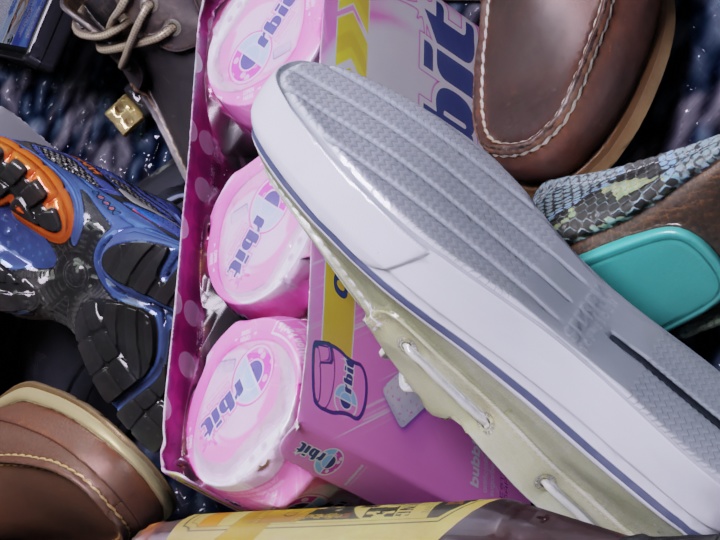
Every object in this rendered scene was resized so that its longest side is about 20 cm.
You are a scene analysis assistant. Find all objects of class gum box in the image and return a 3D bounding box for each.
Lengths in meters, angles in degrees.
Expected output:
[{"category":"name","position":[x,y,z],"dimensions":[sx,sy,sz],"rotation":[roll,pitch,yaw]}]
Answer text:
[{"category":"gum box","position":[0.000,0.000,0.770],"dimensions":[0.066,0.113,0.201],"rotation":[-22,53,37]}]

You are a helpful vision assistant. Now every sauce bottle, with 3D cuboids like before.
[{"category":"sauce bottle","position":[0.026,0.100,0.666],"dimensions":[0.198,0.066,0.066],"rotation":[-4,62,21]}]

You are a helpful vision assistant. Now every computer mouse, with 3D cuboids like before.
[{"category":"computer mouse","position":[-0.095,-0.025,0.939],"dimensions":[0.200,0.046,0.141],"rotation":[-50,42,13]}]

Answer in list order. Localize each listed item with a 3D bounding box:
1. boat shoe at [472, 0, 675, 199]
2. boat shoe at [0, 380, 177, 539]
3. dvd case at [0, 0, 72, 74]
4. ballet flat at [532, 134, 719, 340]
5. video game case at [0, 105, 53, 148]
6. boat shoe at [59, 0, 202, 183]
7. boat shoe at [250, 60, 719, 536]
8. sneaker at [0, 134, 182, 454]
[{"category":"boat shoe","position":[0.073,-0.124,0.788],"dimensions":[0.070,0.070,0.201],"rotation":[-4,59,37]},{"category":"boat shoe","position":[-0.143,0.090,0.889],"dimensions":[0.199,0.072,0.068],"rotation":[-2,40,52]},{"category":"dvd case","position":[-0.131,-0.159,1.020],"dimensions":[0.144,0.017,0.200],"rotation":[-67,18,0]},{"category":"ballet flat","position":[0.122,-0.023,0.697],"dimensions":[0.199,0.074,0.075],"rotation":[-16,56,36]},{"category":"video game case","position":[-0.217,0.037,0.970],"dimensions":[0.200,0.045,0.181],"rotation":[-45,12,17]},{"category":"boat shoe","position":[-0.080,-0.103,0.866],"dimensions":[0.074,0.073,0.201],"rotation":[-37,67,41]},{"category":"boat shoe","position":[0.037,0.020,0.682],"dimensions":[0.200,0.072,0.062],"rotation":[43,121,8]},{"category":"sneaker","position":[-0.076,0.006,0.846],"dimensions":[0.200,0.078,0.076],"rotation":[38,112,16]}]
